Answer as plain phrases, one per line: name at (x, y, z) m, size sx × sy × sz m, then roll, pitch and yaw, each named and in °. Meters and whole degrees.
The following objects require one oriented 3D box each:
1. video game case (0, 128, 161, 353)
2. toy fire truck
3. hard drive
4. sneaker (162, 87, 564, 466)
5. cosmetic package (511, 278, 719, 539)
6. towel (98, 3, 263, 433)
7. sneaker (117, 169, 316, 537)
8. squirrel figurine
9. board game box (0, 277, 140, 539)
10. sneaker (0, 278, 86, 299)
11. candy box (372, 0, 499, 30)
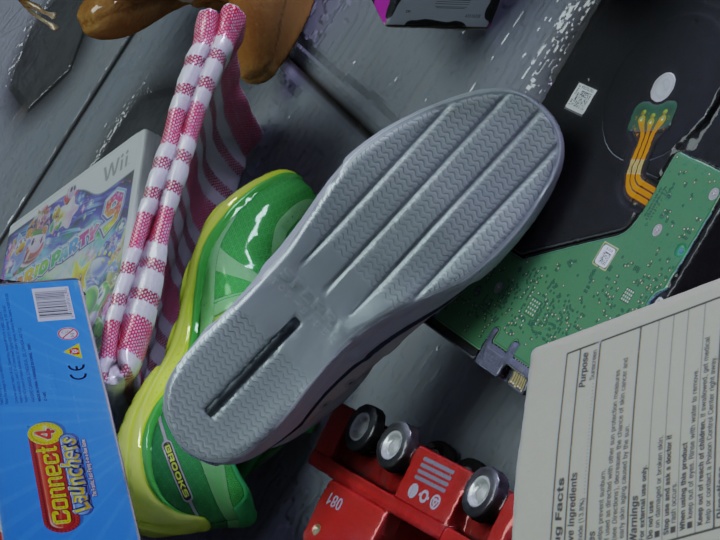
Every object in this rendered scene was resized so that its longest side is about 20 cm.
video game case at (-0.170, 0.031, 1.187) m, size 0.143 × 0.018 × 0.201 m, roll -31°, pitch 43°, yaw 40°
toy fire truck at (-0.001, 0.131, 0.842) m, size 0.200 × 0.049 × 0.142 m, roll 23°, pitch 85°, yaw 57°
hard drive at (0.114, -0.038, 0.820) m, size 0.201 × 0.038 × 0.140 m, roll -59°, pitch 32°, yaw 2°
sneaker at (0.000, 0.000, 0.853) m, size 0.200 × 0.073 × 0.071 m, roll -40°, pitch -5°, yaw 5°
cosmetic package at (0.148, 0.056, 0.652) m, size 0.199 × 0.087 × 0.104 m, roll -22°, pitch 50°, yaw 44°
towel at (-0.088, -0.014, 1.027) m, size 0.146 × 0.030 × 0.202 m, roll 91°, pitch -167°, yaw -72°
sneaker at (-0.049, 0.042, 0.976) m, size 0.083 × 0.074 × 0.201 m, roll 7°, pitch 55°, yaw 16°
squirrel figurine at (-0.115, -0.209, 1.163) m, size 0.185 × 0.142 × 0.201 m, roll -1°, pitch 46°, yaw 35°
board game box at (-0.138, 0.141, 0.928) m, size 0.200 × 0.055 × 0.197 m, roll -113°, pitch 24°, yaw -52°
sneaker at (-0.178, 0.049, 1.065) m, size 0.200 × 0.073 × 0.082 m, roll 106°, pitch 171°, yaw -82°
candy box at (0.043, -0.231, 0.956) m, size 0.201 × 0.061 × 0.137 m, roll 111°, pitch 147°, yaw -41°
